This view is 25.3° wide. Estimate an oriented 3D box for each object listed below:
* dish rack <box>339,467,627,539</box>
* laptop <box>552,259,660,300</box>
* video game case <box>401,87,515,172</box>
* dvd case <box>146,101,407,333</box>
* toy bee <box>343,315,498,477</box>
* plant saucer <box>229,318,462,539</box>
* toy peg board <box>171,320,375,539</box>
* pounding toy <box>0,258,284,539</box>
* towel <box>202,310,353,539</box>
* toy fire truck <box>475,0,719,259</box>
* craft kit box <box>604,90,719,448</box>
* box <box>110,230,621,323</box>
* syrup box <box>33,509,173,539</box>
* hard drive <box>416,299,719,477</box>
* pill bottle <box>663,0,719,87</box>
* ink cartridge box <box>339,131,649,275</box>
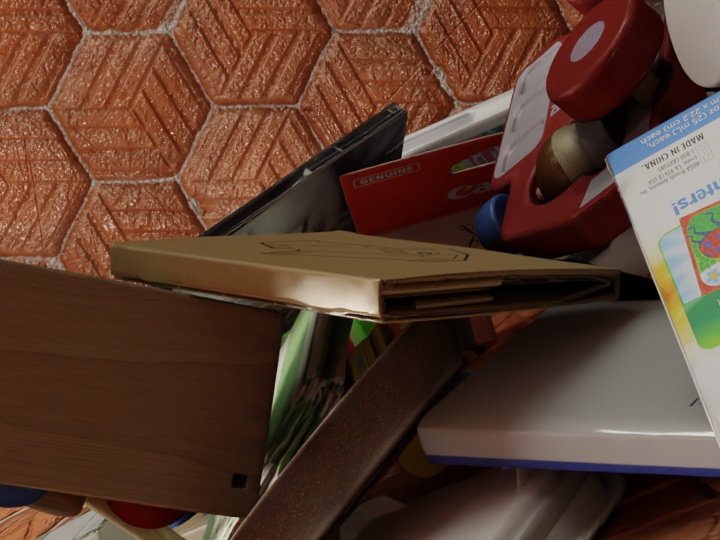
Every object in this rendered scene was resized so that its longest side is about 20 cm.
[{"bbox_3d":[0.018,0.146,0.730,0.171,0.044,0.200,-26,10,38],"label":"dish rack"},{"bbox_3d":[0.193,-0.030,0.915,0.200,0.104,0.177,-41,9,-9],"label":"laptop"},{"bbox_3d":[0.081,-0.035,1.107,0.181,0.200,0.023,-22,50,20],"label":"video game case"},{"bbox_3d":[-0.050,-0.004,0.995,0.199,0.016,0.149,-36,-26,-28],"label":"dvd case"},{"bbox_3d":[0.019,0.069,0.978,0.108,0.132,0.201,-18,-33,-10],"label":"toy bee"},{"bbox_3d":[-0.009,0.100,0.805,0.201,0.034,0.200,-49,-7,-8],"label":"plant saucer"},{"bbox_3d":[-0.070,0.103,1.159,0.199,0.098,0.199,-28,8,32],"label":"toy peg board"},{"bbox_3d":[-0.138,0.083,0.838,0.182,0.144,0.200,11,-7,-20],"label":"pounding toy"},{"bbox_3d":[-0.048,0.092,0.936,0.153,0.023,0.201,-81,16,-57],"label":"towel"},{"bbox_3d":[0.129,-0.082,0.849,0.168,0.112,0.201,-41,23,42],"label":"toy fire truck"},{"bbox_3d":[0.207,-0.013,0.576,0.199,0.049,0.199,-29,43,18],"label":"craft kit box"},{"bbox_3d":[0.000,0.000,0.785,0.163,0.022,0.199,-4,8,-43],"label":"box"},{"bbox_3d":[-0.208,0.221,1.010,0.199,0.082,0.079,-30,6,18],"label":"syrup box"},{"bbox_3d":[0.140,0.049,0.722,0.199,0.026,0.132,-4,23,43],"label":"hard drive"},{"bbox_3d":[0.237,-0.130,0.690,0.198,0.113,0.111,-7,4,-10],"label":"pill bottle"},{"bbox_3d":[0.095,-0.028,1.025,0.198,0.044,0.174,-15,-25,2],"label":"ink cartridge box"}]
